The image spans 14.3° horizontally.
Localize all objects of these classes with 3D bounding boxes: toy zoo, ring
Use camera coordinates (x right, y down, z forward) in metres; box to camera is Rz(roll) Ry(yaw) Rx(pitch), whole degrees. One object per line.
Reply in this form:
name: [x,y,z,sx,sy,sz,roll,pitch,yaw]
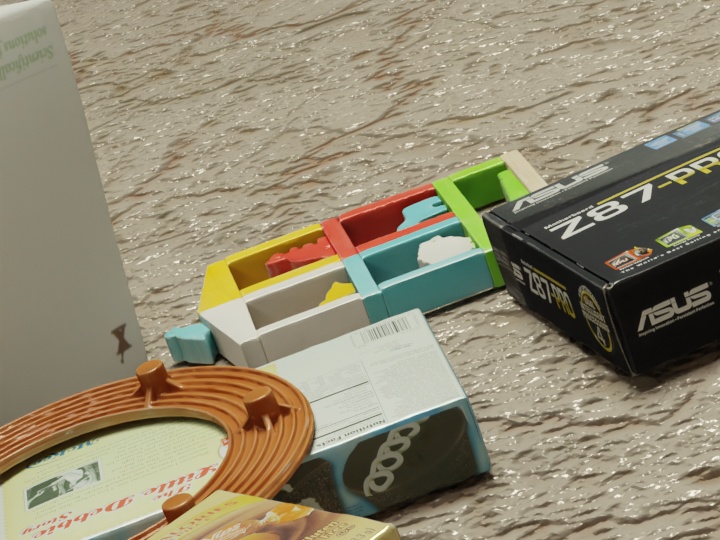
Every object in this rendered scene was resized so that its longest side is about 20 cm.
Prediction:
toy zoo: [0.000,0.000,1.392,0.200,0.020,0.131,-20,19,-3]
ring: [-0.115,0.085,1.160,0.200,0.019,0.200,-18,21,7]

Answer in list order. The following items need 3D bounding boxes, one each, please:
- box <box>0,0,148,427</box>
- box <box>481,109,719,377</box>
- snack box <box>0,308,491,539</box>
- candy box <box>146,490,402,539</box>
box: [-0.237,-0.001,1.323,0.171,0.200,0.199,-3,17,35]
box: [0.172,-0.028,1.260,0.200,0.049,0.161,-23,16,-10]
snack box: [-0.053,0.082,1.192,0.200,0.037,0.116,-20,19,-2]
candy box: [-0.083,0.149,0.936,0.200,0.055,0.115,-34,19,-27]
